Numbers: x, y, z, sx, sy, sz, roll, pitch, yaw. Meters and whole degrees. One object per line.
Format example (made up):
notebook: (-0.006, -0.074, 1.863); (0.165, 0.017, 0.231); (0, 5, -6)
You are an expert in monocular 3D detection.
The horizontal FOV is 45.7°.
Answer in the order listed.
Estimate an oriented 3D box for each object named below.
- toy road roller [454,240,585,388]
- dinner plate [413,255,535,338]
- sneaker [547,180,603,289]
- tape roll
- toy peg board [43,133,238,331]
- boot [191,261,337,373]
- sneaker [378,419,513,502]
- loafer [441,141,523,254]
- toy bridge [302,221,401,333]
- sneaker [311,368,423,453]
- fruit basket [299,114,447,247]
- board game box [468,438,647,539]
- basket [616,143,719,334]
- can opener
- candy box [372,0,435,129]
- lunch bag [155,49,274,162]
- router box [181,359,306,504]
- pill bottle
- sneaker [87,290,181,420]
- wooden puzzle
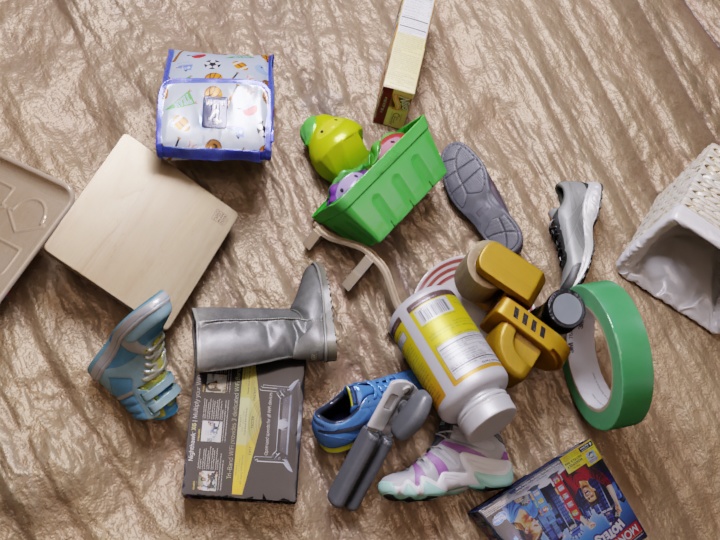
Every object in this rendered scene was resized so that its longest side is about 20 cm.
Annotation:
toy road roller: (0.207, 0.071, 1.207); (0.198, 0.123, 0.147); (36, 71, 4)
dinner plate: (0.168, 0.077, 1.277); (0.195, 0.024, 0.205); (3, 72, -8)
sneaker: (0.323, -0.049, 1.320); (0.077, 0.074, 0.204); (11, 65, 6)
tape roll: (0.338, 0.118, 1.193); (0.047, 0.201, 0.205); (-8, 73, -10)
toy peg board: (-0.314, -0.047, 1.224); (0.197, 0.098, 0.202); (35, 69, -12)
boot: (-0.137, 0.063, 1.189); (0.195, 0.074, 0.184); (-4, 43, -7)
sneaker: (0.110, 0.243, 1.193); (0.195, 0.078, 0.143); (-2, 71, -19)
loafer: (0.189, -0.106, 1.328); (0.071, 0.063, 0.203); (-34, 73, 14)
toy bridge: (0.000, 0.000, 1.256); (0.200, 0.027, 0.067); (46, 114, 7)
sneaker: (0.023, 0.181, 1.186); (0.197, 0.080, 0.066); (-25, 46, -15)
fruit basket: (-0.002, -0.162, 1.274); (0.210, 0.155, 0.222); (2, 84, -20)
board game box: (0.283, 0.374, 1.178); (0.197, 0.062, 0.203); (-26, 79, -15)
basket: (0.527, -0.045, 1.278); (0.198, 0.199, 0.162); (32, 67, 4)
can opener: (0.022, 0.237, 1.143); (0.052, 0.066, 0.203); (24, 102, -33)
candy box: (0.071, -0.343, 1.348); (0.054, 0.116, 0.205); (14, 71, -4)
lunch bag: (-0.205, -0.230, 1.234); (0.165, 0.126, 0.203); (1, 43, -5)
router box: (-0.157, 0.211, 1.172); (0.153, 0.052, 0.205); (5, 72, -6)
pill bottle: (0.128, 0.128, 1.161); (0.107, 0.110, 0.202); (-23, 60, -14)
sneaker: (-0.271, 0.121, 1.129); (0.131, 0.200, 0.079); (47, 41, 1)
wooden puzzle: (-0.504, -0.051, 1.187); (0.182, 0.046, 0.203); (22, 74, 26)
